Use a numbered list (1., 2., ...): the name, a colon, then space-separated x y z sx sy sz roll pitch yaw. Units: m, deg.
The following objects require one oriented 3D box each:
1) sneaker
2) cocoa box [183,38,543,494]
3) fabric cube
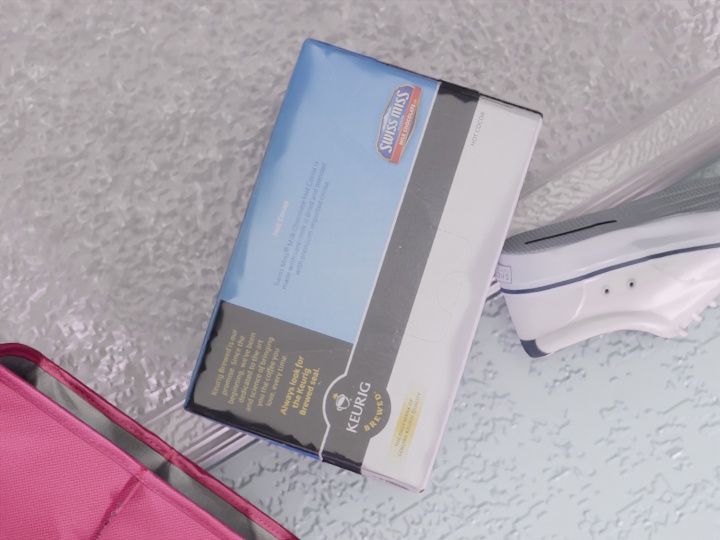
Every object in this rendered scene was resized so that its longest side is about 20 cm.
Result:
1. sneaker: 0.173 -0.003 1.066 0.198 0.073 0.071 -13 108 0
2. cocoa box: 0.000 0.000 1.021 0.130 0.133 0.201 18 86 1
3. fabric cube: -0.156 0.174 0.976 0.199 0.196 0.200 35 88 1
